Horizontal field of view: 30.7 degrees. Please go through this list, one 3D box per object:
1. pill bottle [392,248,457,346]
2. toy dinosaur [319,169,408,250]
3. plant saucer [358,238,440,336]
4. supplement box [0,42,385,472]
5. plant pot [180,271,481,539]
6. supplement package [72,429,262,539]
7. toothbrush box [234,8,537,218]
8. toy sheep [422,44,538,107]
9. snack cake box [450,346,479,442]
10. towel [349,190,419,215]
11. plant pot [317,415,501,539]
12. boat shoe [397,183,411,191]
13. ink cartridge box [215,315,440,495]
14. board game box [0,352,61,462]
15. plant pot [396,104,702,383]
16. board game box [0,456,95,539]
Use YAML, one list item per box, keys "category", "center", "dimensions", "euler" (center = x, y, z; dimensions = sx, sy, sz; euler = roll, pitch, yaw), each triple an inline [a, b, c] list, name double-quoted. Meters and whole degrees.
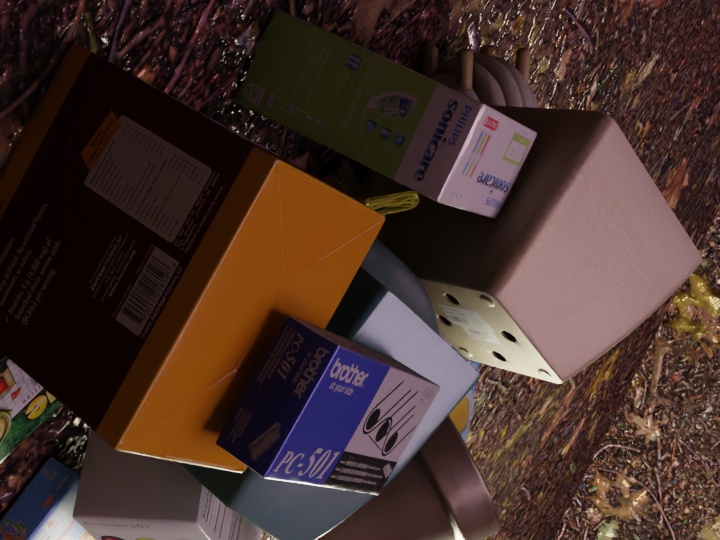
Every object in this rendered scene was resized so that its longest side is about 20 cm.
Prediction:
- category: "pill bottle"
  center: [0.087, 0.006, 1.324]
  dimensions: [0.200, 0.111, 0.111]
  euler: [-41, 152, -37]
- category: "toy dinosaur"
  center: [0.007, -0.063, 1.248]
  dimensions: [0.058, 0.101, 0.201]
  euler: [-15, 110, -73]
- category: "plant saucer"
  center: [0.000, 0.000, 1.144]
  dimensions: [0.039, 0.201, 0.201]
  euler: [-53, 157, -11]
- category: "supplement box"
  center: [-0.133, -0.007, 0.862]
  dimensions: [0.133, 0.200, 0.198]
  euler: [24, 96, -56]
- category: "plant pot"
  center: [-0.040, 0.105, 1.040]
  dimensions: [0.200, 0.141, 0.141]
  euler: [-53, 129, -6]
- category: "supplement package"
  center: [-0.162, 0.202, 1.159]
  dimensions: [0.200, 0.113, 0.110]
  euler: [71, 22, -59]
- category: "toothbrush box"
  center: [0.023, -0.125, 1.069]
  dimensions: [0.086, 0.200, 0.146]
  euler: [-64, 157, 8]
- category: "toy sheep"
  center: [0.118, -0.160, 1.330]
  dimensions: [0.200, 0.138, 0.138]
  euler: [-9, 129, -40]
- category: "snack cake box"
  center: [0.017, 0.137, 1.308]
  dimensions: [0.200, 0.067, 0.115]
  euler: [-1, 105, -36]
- category: "towel"
  center: [-0.058, -0.044, 1.032]
  dimensions: [0.086, 0.200, 0.018]
  euler: [-14, 99, -59]
- category: "plant pot"
  center: [0.001, 0.186, 1.167]
  dimensions: [0.173, 0.200, 0.200]
  euler: [-29, 152, -8]
- category: "boat shoe"
  center: [0.064, -0.044, 1.437]
  dimensions: [0.074, 0.068, 0.200]
  euler: [-32, 146, -48]
- category: "ink cartridge box"
  center: [-0.015, 0.096, 0.884]
  dimensions: [0.094, 0.044, 0.200]
  euler: [-60, 155, 1]
- category: "board game box"
  center: [-0.240, 0.067, 0.996]
  dimensions: [0.200, 0.023, 0.105]
  euler: [-47, 157, -26]
- category: "plant pot"
  center: [0.150, -0.015, 1.187]
  dimensions: [0.200, 0.200, 0.177]
  euler: [48, 69, -34]
- category: "board game box"
  center: [-0.272, 0.262, 1.155]
  dimensions: [0.151, 0.037, 0.200]
  euler: [-54, 157, -16]
